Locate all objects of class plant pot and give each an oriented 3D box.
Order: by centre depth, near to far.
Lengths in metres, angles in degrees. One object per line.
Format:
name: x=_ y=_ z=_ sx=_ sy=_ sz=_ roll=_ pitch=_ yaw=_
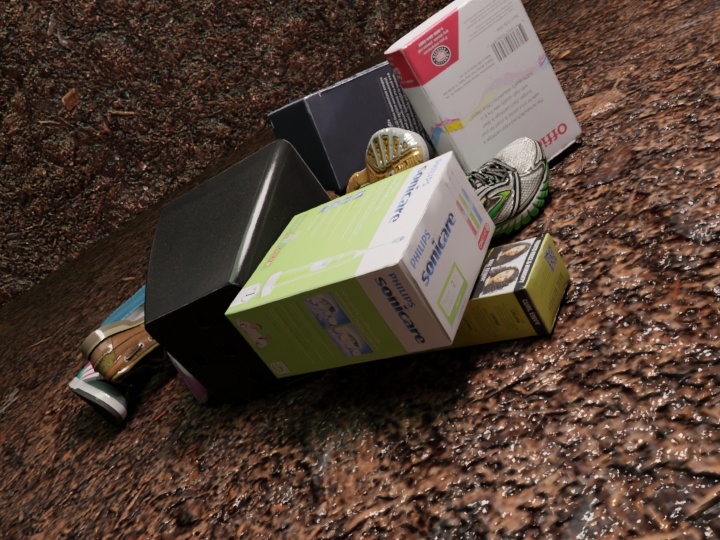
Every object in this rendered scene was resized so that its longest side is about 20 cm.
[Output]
plant pot: x=-0.119 y=0.021 z=0.742 sx=0.197 sy=0.201 sz=0.180 roll=-21 pitch=33 yaw=28

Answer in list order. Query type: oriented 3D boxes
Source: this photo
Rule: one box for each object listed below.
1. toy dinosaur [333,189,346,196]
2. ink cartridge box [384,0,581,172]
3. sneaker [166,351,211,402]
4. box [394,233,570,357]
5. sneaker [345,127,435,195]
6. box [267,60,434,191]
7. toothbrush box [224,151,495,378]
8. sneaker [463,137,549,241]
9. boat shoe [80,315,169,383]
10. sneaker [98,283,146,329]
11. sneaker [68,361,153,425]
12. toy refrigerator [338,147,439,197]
toy dinosaur: x=0.018 y=-0.060 z=0.873 sx=0.195 sy=0.105 sz=0.077 roll=-11 pitch=-18 yaw=22
ink cartridge box: x=0.141 y=-0.204 z=0.787 sx=0.146 sy=0.202 sz=0.086 roll=-34 pitch=20 yaw=-5
sneaker: x=-0.187 y=0.088 z=0.848 sx=0.087 sy=0.082 sz=0.200 roll=-27 pitch=19 yaw=-6
box: x=0.079 y=0.028 z=0.602 sx=0.197 sy=0.051 sz=0.076 roll=-15 pitch=29 yaw=43
sneaker: x=0.047 y=-0.099 z=0.729 sx=0.085 sy=0.078 sz=0.200 roll=-6 pitch=-8 yaw=-17
box: x=0.002 y=-0.197 z=0.908 sx=0.195 sy=0.126 sz=0.199 roll=-26 pitch=14 yaw=-16
toothbrush box: x=0.000 y=0.000 z=0.593 sx=0.197 sy=0.087 sz=0.147 roll=-19 pitch=29 yaw=39
sneaker: x=0.123 y=-0.073 z=0.693 sx=0.077 sy=0.086 sz=0.200 roll=24 pitch=60 yaw=42
boat shoe: x=-0.282 y=0.098 z=0.926 sx=0.072 sy=0.068 sz=0.199 roll=-51 pitch=-13 yaw=32
sneaker: x=-0.313 y=0.066 z=1.065 sx=0.198 sy=0.081 sz=0.077 roll=-37 pitch=28 yaw=2
sneaker: x=-0.332 y=0.140 z=0.950 sx=0.122 sy=0.084 sz=0.198 roll=-52 pitch=24 yaw=-21
toy refrigerator: x=0.052 y=-0.120 z=0.948 sx=0.076 sy=0.071 sz=0.198 roll=-42 pitch=22 yaw=-25
